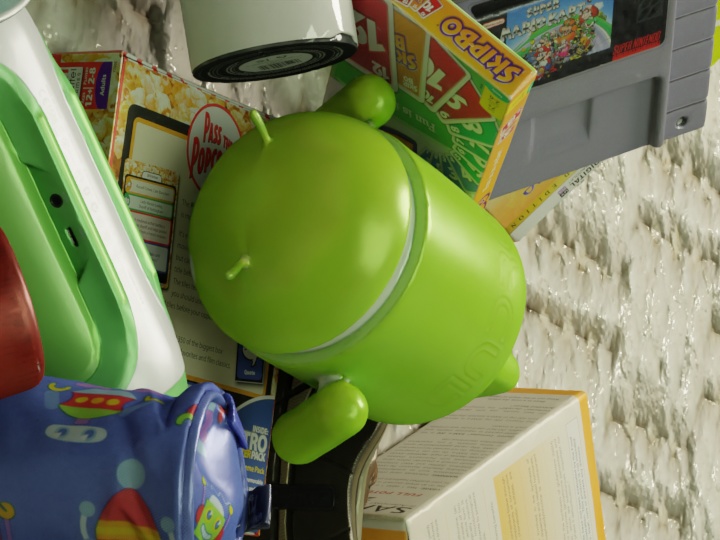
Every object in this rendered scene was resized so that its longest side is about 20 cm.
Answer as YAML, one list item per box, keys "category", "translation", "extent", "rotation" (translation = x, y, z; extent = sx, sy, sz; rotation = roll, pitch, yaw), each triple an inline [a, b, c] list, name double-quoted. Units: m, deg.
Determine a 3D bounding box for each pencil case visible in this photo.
- category: "pencil case"
  translation: [-0.137, 0.073, 1.018]
  extent: [0.078, 0.198, 0.087]
  rotation: [77, 24, -44]

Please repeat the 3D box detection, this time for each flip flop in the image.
- category: "flip flop"
  translation: [-0.022, 0.104, 1.308]
  extent: [0.058, 0.080, 0.202]
  rotation: [59, 35, -77]

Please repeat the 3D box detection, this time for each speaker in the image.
- category: "speaker"
  translation: [-0.143, -0.019, 1.074]
  extent: [0.088, 0.088, 0.201]
  rotation: [-39, 110, -49]
- category: "speaker"
  translation: [-0.054, -0.193, 1.197]
  extent: [0.081, 0.081, 0.202]
  rotation: [-1, 80, -56]

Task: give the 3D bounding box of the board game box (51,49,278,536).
- category: "board game box"
  translation: [-0.094, 0.014, 1.211]
  extent: [0.151, 0.046, 0.202]
  rotation: [20, 74, -55]

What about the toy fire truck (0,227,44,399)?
- category: "toy fire truck"
  translation: [-0.196, -0.029, 0.938]
  extent: [0.111, 0.200, 0.169]
  rotation: [-19, 106, -16]

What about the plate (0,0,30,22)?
- category: "plate"
  translation: [-0.201, -0.174, 1.006]
  extent: [0.200, 0.026, 0.201]
  rotation: [37, 35, -31]

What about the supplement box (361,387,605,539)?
- category: "supplement box"
  translation: [0.054, 0.154, 1.415]
  extent: [0.200, 0.073, 0.127]
  rotation: [-28, 115, -53]

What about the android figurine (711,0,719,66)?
- category: "android figurine"
  translation: [0.178, -0.160, 1.522]
  extent: [0.181, 0.041, 0.201]
  rotation: [-19, 148, -20]

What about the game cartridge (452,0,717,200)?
- category: "game cartridge"
  translation: [0.105, -0.106, 1.400]
  extent: [0.199, 0.038, 0.130]
  rotation: [-19, 137, -22]

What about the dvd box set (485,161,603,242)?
- category: "dvd box set"
  translation: [0.086, -0.118, 1.424]
  extent: [0.146, 0.029, 0.200]
  rotation: [-43, 138, 1]

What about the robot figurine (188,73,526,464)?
- category: "robot figurine"
  translation: [0.000, 0.000, 1.204]
  extent: [0.200, 0.115, 0.177]
  rotation: [33, 57, -51]

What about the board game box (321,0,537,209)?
- category: "board game box"
  translation: [0.025, -0.069, 1.268]
  extent: [0.030, 0.095, 0.200]
  rotation: [-45, 167, -22]
